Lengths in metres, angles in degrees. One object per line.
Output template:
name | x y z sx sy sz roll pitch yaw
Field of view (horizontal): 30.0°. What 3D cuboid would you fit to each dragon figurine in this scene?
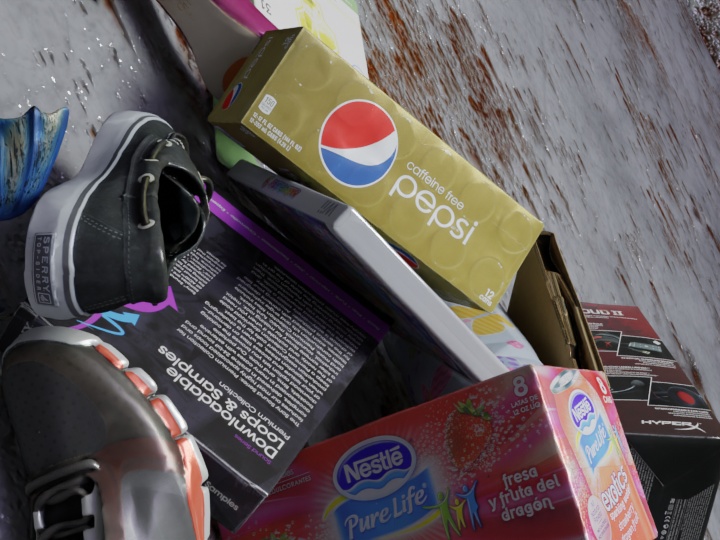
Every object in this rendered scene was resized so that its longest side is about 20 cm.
dragon figurine | -0.160 -0.054 0.543 0.099 0.200 0.059 34 11 19

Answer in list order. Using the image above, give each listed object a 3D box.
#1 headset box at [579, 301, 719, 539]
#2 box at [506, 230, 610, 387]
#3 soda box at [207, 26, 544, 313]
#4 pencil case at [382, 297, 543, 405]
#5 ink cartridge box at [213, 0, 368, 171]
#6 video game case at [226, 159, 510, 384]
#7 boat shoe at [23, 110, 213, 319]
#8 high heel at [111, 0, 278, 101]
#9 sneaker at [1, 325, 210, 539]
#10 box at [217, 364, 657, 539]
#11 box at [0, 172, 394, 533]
headset box | 0.163 0.121 0.906 0.200 0.075 0.149 -108 -156 -64
box | 0.115 0.099 0.896 0.164 0.021 0.201 -99 -165 -53
soda box | 0.012 -0.058 0.801 0.200 0.064 0.068 37 81 -24
pencil case | 0.069 0.071 0.852 0.200 0.083 0.091 -118 -148 -68
ink cartridge box | -0.047 -0.138 0.935 0.145 0.048 0.201 33 39 -48
video game case | 0.000 0.000 0.787 0.143 0.018 0.200 46 -7 -23
boat shoe | -0.097 -0.025 0.610 0.200 0.056 0.069 -80 170 -70
high heel | -0.088 -0.169 0.838 0.200 0.067 0.096 32 48 -18
sneaker | -0.108 0.120 0.574 0.082 0.077 0.201 -30 95 -58
box | 0.036 0.125 0.694 0.103 0.199 0.095 11 60 -58
box | -0.074 0.032 0.691 0.143 0.036 0.200 38 27 2
